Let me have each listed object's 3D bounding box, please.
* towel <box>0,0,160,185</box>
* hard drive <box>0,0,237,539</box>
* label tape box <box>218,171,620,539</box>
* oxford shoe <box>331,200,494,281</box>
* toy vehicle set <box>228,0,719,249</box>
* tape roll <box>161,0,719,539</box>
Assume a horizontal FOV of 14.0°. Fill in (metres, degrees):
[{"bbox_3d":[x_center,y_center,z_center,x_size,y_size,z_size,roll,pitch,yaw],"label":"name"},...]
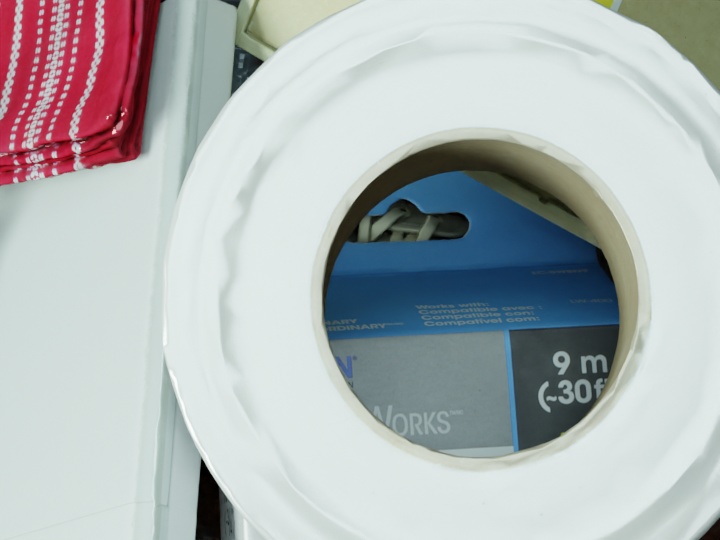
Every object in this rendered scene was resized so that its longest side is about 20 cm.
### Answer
[{"bbox_3d":[-0.146,-0.095,1.071,0.199,0.022,0.146,-9,64,37],"label":"towel"},{"bbox_3d":[-0.097,0.015,1.033,0.026,0.132,0.202,17,66,-36],"label":"hard drive"},{"bbox_3d":[0.024,0.057,0.997,0.143,0.063,0.202,-3,83,-9],"label":"label tape box"},{"bbox_3d":[0.000,0.000,1.059,0.199,0.058,0.076,22,71,11],"label":"oxford shoe"},{"bbox_3d":[0.062,-0.091,0.999,0.199,0.026,0.125,30,109,16],"label":"toy vehicle set"},{"bbox_3d":[0.038,0.012,0.928,0.201,0.071,0.204,0,83,0],"label":"tape roll"}]
